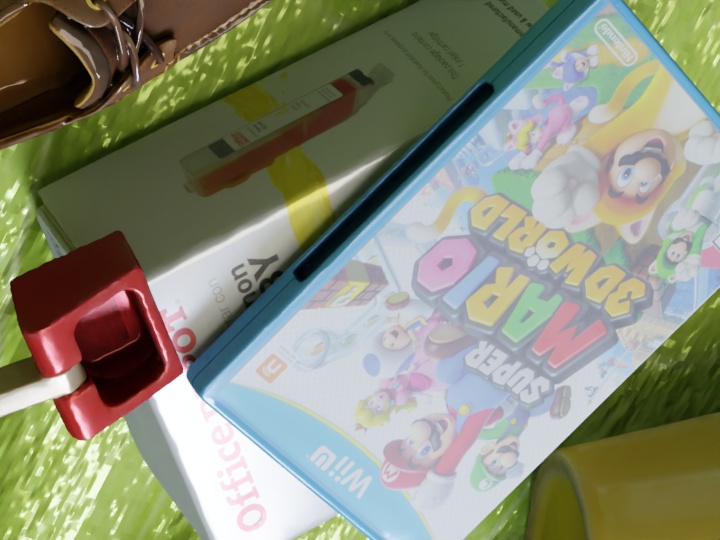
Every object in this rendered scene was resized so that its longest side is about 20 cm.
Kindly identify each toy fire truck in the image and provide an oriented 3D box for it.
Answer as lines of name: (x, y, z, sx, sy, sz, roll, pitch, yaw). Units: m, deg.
toy fire truck: (-0.174, 0.031, 0.905, 0.200, 0.141, 0.049, -28, 128, -9)

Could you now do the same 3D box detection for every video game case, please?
video game case: (0.051, 0.007, 0.976, 0.200, 0.018, 0.143, -45, 130, 3)

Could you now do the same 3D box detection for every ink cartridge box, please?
ink cartridge box: (0.000, 0.000, 1.010, 0.200, 0.083, 0.145, -27, 128, -10)

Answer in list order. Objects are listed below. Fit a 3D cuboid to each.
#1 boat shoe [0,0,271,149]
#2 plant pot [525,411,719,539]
boat shoe: (-0.094, -0.082, 0.923, 0.200, 0.068, 0.072, -26, 127, -11)
plant pot: (0.173, 0.137, 1.125, 0.188, 0.201, 0.201, 0, 120, -10)
